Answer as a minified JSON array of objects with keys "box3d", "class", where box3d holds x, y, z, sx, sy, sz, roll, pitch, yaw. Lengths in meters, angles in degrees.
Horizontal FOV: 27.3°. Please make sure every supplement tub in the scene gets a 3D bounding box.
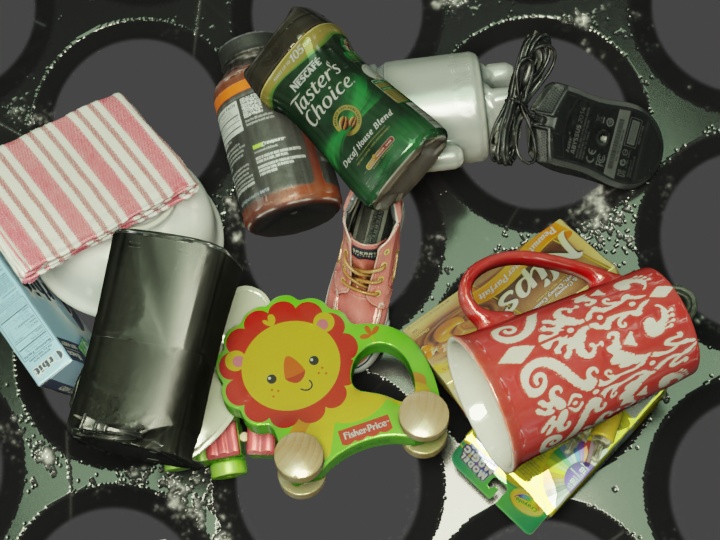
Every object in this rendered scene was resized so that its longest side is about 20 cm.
[{"box3d":[-0.091,-0.144,1.535,0.106,0.107,0.201,-15,75,2],"class":"supplement tub"}]

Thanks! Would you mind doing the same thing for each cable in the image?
[{"box3d":[0.243,0.087,1.443,0.097,0.050,0.200,32,68,23],"class":"cable"}]

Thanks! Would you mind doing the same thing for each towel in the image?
[{"box3d":[-0.277,-0.084,1.445,0.200,0.030,0.146,-30,65,-24],"class":"towel"}]

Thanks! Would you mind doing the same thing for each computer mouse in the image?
[{"box3d":[0.218,-0.146,1.500,0.199,0.053,0.139,20,87,-26],"class":"computer mouse"}]

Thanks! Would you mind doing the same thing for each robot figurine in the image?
[{"box3d":[0.063,-0.161,1.520,0.199,0.113,0.170,-8,42,3],"class":"robot figurine"}]

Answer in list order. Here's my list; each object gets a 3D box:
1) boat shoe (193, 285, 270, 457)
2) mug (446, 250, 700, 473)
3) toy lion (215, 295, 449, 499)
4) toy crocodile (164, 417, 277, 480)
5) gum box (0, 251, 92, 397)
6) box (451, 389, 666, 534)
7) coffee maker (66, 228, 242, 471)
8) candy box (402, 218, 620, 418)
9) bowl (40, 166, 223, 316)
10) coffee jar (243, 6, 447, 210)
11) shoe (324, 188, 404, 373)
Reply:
[{"box3d":[-0.148,0.111,1.482,0.073,0.062,0.201,27,67,-1],"class":"boat shoe"},{"box3d":[0.189,0.065,1.343,0.199,0.133,0.178,-22,108,-11],"class":"mug"},{"box3d":[-0.033,0.108,1.431,0.199,0.069,0.192,-17,65,-6],"class":"toy lion"},{"box3d":[-0.102,0.169,1.481,0.199,0.062,0.068,-6,75,5],"class":"toy crocodile"},{"box3d":[-0.328,0.037,1.481,0.044,0.170,0.200,-37,75,0],"class":"gum box"},{"box3d":[0.193,0.153,1.463,0.117,0.048,0.200,43,81,13],"class":"box"},{"box3d":[-0.182,0.069,1.352,0.134,0.192,0.201,13,76,-11],"class":"coffee maker"},{"box3d":[0.153,0.045,1.460,0.200,0.055,0.115,-34,34,-4],"class":"candy box"},{"box3d":[-0.235,-0.056,1.502,0.200,0.091,0.202,5,58,-8],"class":"bowl"},{"box3d":[-0.018,-0.159,1.432,0.200,0.085,0.104,45,109,16],"class":"coffee jar"},{"box3d":[0.000,0.000,1.497,0.071,0.091,0.201,11,77,8],"class":"shoe"}]
